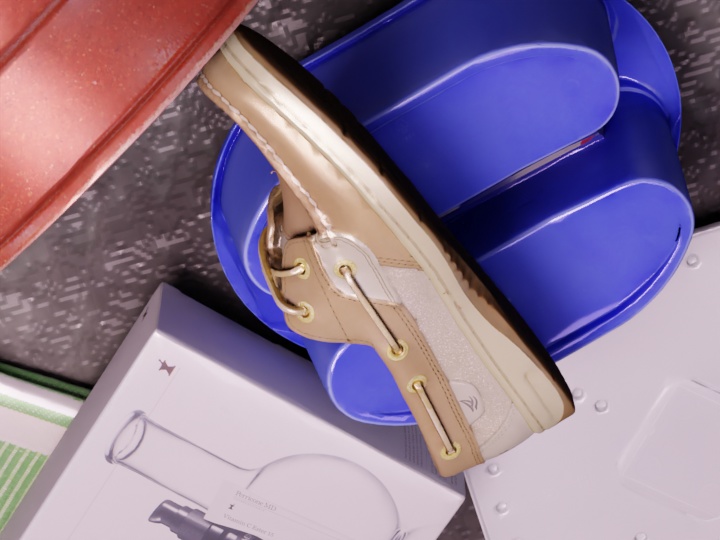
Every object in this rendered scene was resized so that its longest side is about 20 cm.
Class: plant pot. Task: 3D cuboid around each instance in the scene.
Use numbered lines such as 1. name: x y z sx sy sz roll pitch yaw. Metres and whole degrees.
1. plant pot: -0.158 -0.123 0.913 0.201 0.201 0.195 -43 102 15

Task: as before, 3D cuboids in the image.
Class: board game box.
1. board game box: 0.145 0.073 1.103 0.199 0.026 0.201 -17 114 5

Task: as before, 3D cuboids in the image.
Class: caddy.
1. caddy: 0.037 -0.033 1.002 0.199 0.105 0.142 -29 116 8

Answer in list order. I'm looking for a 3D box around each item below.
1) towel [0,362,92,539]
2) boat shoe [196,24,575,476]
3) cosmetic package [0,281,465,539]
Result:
1. towel: -0.143 0.140 1.120 0.152 0.023 0.201 18 114 -11
2. boat shoe: 0.000 0.000 0.913 0.066 0.074 0.200 -38 114 5
3. cosmetic package: -0.071 0.125 1.075 0.150 0.052 0.200 29 111 -12
